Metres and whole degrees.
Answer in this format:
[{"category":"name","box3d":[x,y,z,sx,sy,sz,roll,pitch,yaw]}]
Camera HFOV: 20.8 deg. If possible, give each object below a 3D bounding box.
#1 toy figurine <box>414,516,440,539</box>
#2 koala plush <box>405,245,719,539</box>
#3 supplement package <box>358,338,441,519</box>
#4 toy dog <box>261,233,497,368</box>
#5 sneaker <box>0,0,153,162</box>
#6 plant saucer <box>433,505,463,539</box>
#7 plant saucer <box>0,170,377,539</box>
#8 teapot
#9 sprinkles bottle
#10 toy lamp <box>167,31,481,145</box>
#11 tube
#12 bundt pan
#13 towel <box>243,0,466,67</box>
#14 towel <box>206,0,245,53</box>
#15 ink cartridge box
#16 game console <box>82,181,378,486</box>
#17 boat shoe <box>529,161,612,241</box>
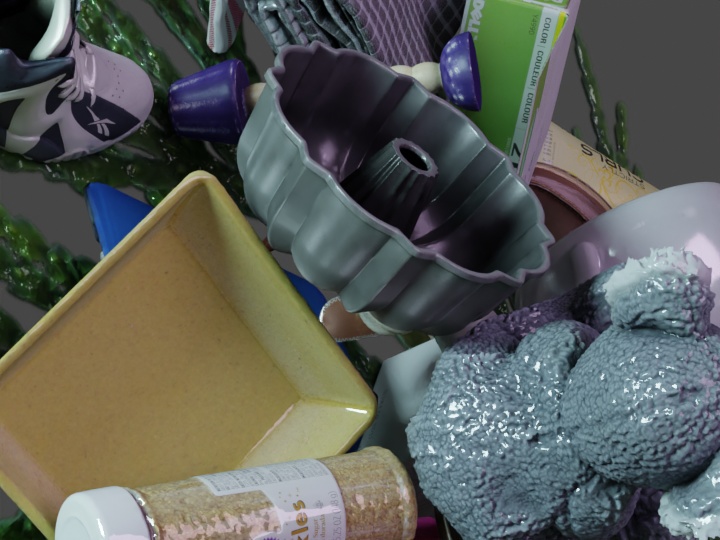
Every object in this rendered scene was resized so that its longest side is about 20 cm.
[{"category":"toy figurine","box3d":[0.021,0.236,1.192,0.184,0.149,0.201,-53,132,-55]},{"category":"koala plush","box3d":[0.145,0.082,1.089,0.183,0.200,0.178,-9,84,-32]},{"category":"supplement package","box3d":[0.104,0.144,1.316,0.200,0.109,0.114,41,47,-24]},{"category":"toy dog","box3d":[0.000,0.000,1.260,0.131,0.096,0.200,6,44,-40]},{"category":"sneaker","box3d":[-0.177,-0.126,1.149,0.199,0.129,0.080,11,64,-42]},{"category":"plant saucer","box3d":[0.112,0.155,1.210,0.200,0.032,0.201,22,55,-34]},{"category":"plant saucer","box3d":[-0.113,0.076,1.111,0.200,0.048,0.200,-45,120,-17]},{"category":"teapot","box3d":[0.208,0.042,1.344,0.199,0.198,0.147,-16,69,-19]},{"category":"sprinkles bottle","box3d":[-0.066,0.142,1.086,0.199,0.068,0.069,-6,75,-33]},{"category":"toy lamp","box3d":[-0.024,-0.116,1.262,0.058,0.199,0.059,-8,90,-81]},{"category":"tube","box3d":[0.200,-0.056,1.561,0.199,0.052,0.058,28,12,-28]},{"category":"bundt pan","box3d":[0.011,-0.040,1.148,0.201,0.076,0.202,30,28,-18]},{"category":"towel","box3d":[0.003,-0.188,1.348,0.200,0.085,0.166,56,36,-46]},{"category":"towel","box3d":[-0.072,-0.265,1.320,0.030,0.147,0.201,9,57,-1]},{"category":"ink cartridge box","box3d":[0.097,-0.126,1.375,0.075,0.148,0.200,16,35,7]},{"category":"game console","box3d":[-0.101,0.064,1.217,0.199,0.118,0.171,26,85,-34]},{"category":"boat shoe","box3d":[0.172,-0.001,1.474,0.200,0.072,0.068,46,24,-22]}]
